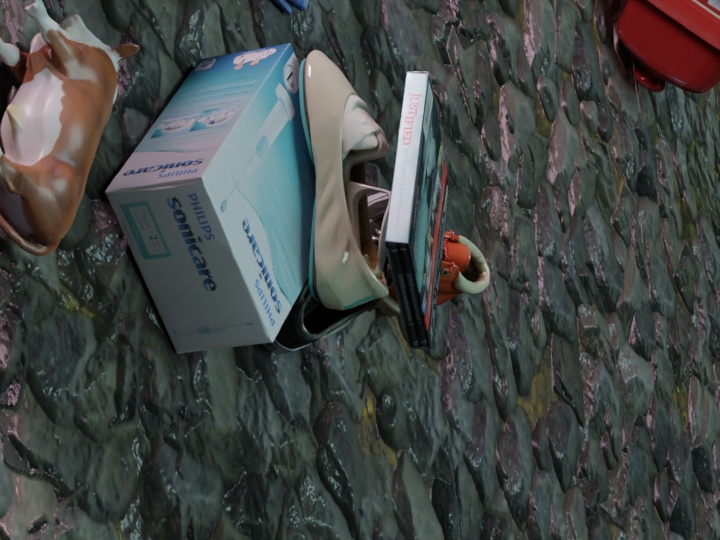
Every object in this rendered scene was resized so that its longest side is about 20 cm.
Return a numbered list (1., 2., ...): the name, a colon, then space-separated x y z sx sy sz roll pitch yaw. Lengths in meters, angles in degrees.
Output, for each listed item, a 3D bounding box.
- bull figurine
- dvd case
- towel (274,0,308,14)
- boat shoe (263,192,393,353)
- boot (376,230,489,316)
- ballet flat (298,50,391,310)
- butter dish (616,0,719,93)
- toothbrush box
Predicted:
1. bull figurine: -0.208 -0.109 1.442 0.121 0.065 0.200 47 39 -44
2. dvd case: 0.046 -0.043 1.701 0.200 0.022 0.146 77 19 -65
3. towel: -0.078 -0.332 1.835 0.147 0.024 0.201 40 47 -53
4. boat shoe: 0.000 0.000 1.759 0.200 0.064 0.071 -45 110 -36
5. boot: 0.034 -0.021 1.871 0.200 0.107 0.075 33 56 -55
6. ballet flat: -0.006 -0.070 1.651 0.069 0.069 0.201 10 75 -63
7. butter dish: 0.387 -0.284 2.671 0.199 0.148 0.200 35 28 6
8. toothbrush box: -0.094 -0.055 1.634 0.200 0.085 0.147 -65 140 -51
